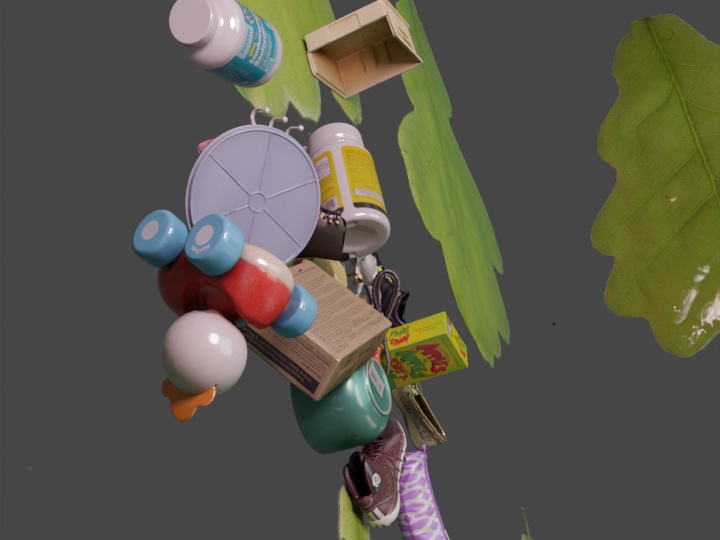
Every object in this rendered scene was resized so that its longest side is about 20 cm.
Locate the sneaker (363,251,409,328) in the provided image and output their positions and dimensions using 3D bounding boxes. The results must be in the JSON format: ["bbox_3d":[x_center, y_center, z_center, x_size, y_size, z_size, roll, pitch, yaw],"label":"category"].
[{"bbox_3d":[0.060,0.046,1.711,0.072,0.082,0.203,21,53,-67],"label":"sneaker"}]

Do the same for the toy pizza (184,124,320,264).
[{"bbox_3d":[-0.145,-0.094,1.164,0.032,0.199,0.202,19,-39,57],"label":"toy pizza"}]

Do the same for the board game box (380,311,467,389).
[{"bbox_3d":[0.073,0.146,1.473,0.102,0.197,0.048,55,25,-39],"label":"board game box"}]

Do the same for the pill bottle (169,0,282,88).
[{"bbox_3d":[-0.202,-0.345,1.278,0.200,0.109,0.113,1,72,-70],"label":"pill bottle"}]

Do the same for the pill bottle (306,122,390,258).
[{"bbox_3d":[-0.025,-0.131,1.378,0.114,0.113,0.203,45,27,-53],"label":"pill bottle"}]

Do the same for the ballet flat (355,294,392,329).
[{"bbox_3d":[0.028,0.117,1.579,0.069,0.066,0.201,-90,155,-44],"label":"ballet flat"}]

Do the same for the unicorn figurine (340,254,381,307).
[{"bbox_3d":[0.000,0.000,1.484,0.202,0.072,0.139,88,3,-50],"label":"unicorn figurine"}]

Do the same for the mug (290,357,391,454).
[{"bbox_3d":[-0.027,0.185,1.282,0.185,0.113,0.155,25,49,-65],"label":"mug"}]

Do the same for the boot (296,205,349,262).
[{"bbox_3d":[-0.082,-0.103,1.246,0.078,0.136,0.202,-77,169,-49],"label":"boot"}]

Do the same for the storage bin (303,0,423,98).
[{"bbox_3d":[0.006,-0.478,1.858,0.198,0.197,0.095,12,60,-69],"label":"storage bin"}]

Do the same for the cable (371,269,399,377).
[{"bbox_3d":[0.029,0.103,1.405,0.096,0.202,0.050,26,4,-3],"label":"cable"}]

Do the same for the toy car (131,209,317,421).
[{"bbox_3d":[-0.178,0.067,0.964,0.184,0.175,0.202,46,60,-46],"label":"toy car"}]

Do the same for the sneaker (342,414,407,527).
[{"bbox_3d":[0.020,0.298,1.385,0.116,0.075,0.202,51,28,-40],"label":"sneaker"}]

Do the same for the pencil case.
[{"bbox_3d":[0.101,0.412,1.491,0.084,0.084,0.203,-6,78,-70],"label":"pencil case"}]

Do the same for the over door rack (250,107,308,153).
[{"bbox_3d":[-0.110,-0.167,1.449,0.147,0.066,0.203,12,61,-68],"label":"over door rack"}]

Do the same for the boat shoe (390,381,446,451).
[{"bbox_3d":[0.108,0.255,1.689,0.073,0.062,0.203,-58,127,-66],"label":"boat shoe"}]

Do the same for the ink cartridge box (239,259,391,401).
[{"bbox_3d":[-0.067,0.075,1.183,0.164,0.076,0.200,36,22,13],"label":"ink cartridge box"}]

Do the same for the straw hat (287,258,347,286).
[{"bbox_3d":[-0.066,0.021,1.368,0.203,0.084,0.202,-90,154,-42],"label":"straw hat"}]

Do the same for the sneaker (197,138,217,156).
[{"bbox_3d":[-0.171,-0.153,1.265,0.200,0.078,0.097,-27,109,-70],"label":"sneaker"}]
